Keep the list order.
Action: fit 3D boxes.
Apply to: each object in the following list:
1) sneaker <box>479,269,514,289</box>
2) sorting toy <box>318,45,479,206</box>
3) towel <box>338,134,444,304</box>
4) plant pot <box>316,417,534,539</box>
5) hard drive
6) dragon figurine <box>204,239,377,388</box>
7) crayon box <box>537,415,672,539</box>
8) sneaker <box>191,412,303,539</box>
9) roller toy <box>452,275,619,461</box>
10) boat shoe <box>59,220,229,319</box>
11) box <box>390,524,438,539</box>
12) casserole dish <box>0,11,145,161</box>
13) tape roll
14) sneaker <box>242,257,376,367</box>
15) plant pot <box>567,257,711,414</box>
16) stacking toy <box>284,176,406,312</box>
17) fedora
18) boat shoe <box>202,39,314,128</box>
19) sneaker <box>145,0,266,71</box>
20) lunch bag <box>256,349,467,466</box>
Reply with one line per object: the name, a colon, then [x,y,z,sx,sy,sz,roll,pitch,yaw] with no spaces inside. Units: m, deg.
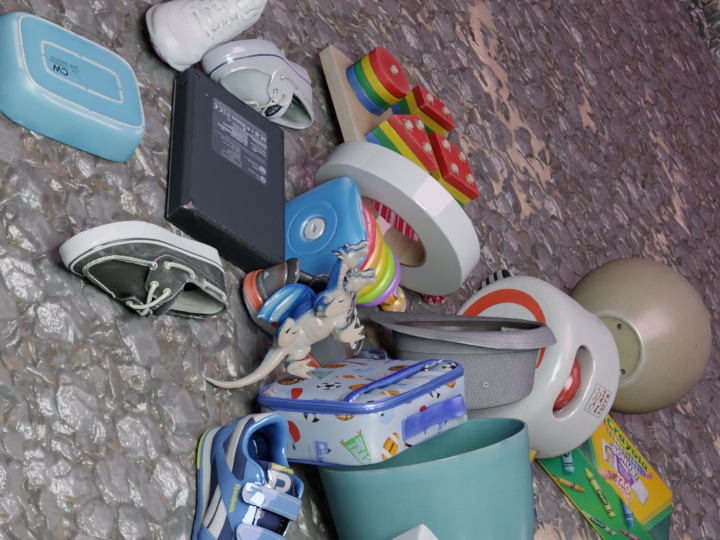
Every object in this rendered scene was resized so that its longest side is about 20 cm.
sneaker: [0.214,0.099,1.938,0.115,0.075,0.201,34,36,-41]
sorting toy: [0.054,-0.168,1.911,0.198,0.069,0.201,31,34,-47]
towel: [0.036,-0.064,1.858,0.200,0.022,0.145,49,24,-21]
plant pot: [0.073,0.239,1.464,0.200,0.199,0.163,-17,96,-60]
hard drive: [-0.134,-0.099,1.614,0.139,0.033,0.201,34,37,-34]
dragon figurine: [-0.058,0.051,1.495,0.059,0.199,0.099,54,-3,-24]
crayon box: [0.303,0.255,1.943,0.200,0.058,0.119,49,30,-16]
sneaker: [-0.093,0.208,1.342,0.074,0.082,0.202,31,41,-42]
roller toy: [0.192,0.113,1.773,0.139,0.182,0.201,31,39,-43]
boat shoe: [-0.183,0.005,1.404,0.199,0.070,0.064,12,51,-55]
box: [0.050,0.346,1.361,0.200,0.152,0.107,48,29,-17]
casserole dish: [-0.271,-0.176,1.473,0.199,0.039,0.122,21,46,-47]
tape roll: [0.037,-0.054,1.690,0.203,0.202,0.037,48,65,-19]
sneaker: [-0.028,0.056,1.585,0.200,0.082,0.078,37,35,-37]
plant pot: [0.328,0.091,1.980,0.202,0.199,0.134,62,25,6]
stacking toy: [0.000,0.000,1.687,0.200,0.109,0.117,42,31,-49]
fedora: [0.104,0.097,1.651,0.177,0.198,0.091,-111,-156,-85]
boat shoe: [-0.099,-0.199,1.716,0.200,0.073,0.067,5,61,-62]
sneaker: [-0.160,-0.276,1.679,0.075,0.099,0.200,56,30,-9]
lunch bag: [0.009,0.128,1.488,0.199,0.159,0.076,-18,104,-56]
